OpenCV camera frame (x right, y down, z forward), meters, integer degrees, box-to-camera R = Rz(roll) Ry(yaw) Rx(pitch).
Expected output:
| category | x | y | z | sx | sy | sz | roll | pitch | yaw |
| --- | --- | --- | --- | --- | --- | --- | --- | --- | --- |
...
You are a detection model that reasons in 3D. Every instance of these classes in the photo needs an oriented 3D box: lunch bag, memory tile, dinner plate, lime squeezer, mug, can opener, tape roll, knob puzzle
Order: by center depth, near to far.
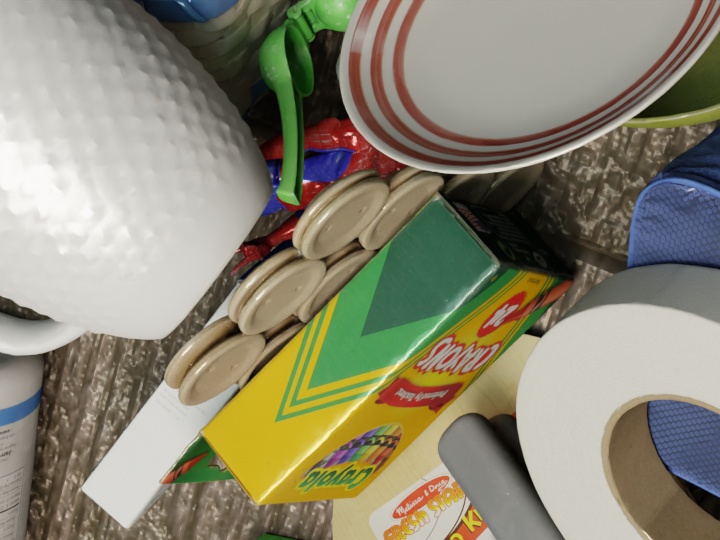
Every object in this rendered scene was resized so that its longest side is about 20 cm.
| category | x | y | z | sx | sy | sz | roll | pitch | yaw |
| --- | --- | --- | --- | --- | --- | --- | --- | --- | --- |
| tape roll | 0.160 | 0.090 | 0.955 | 0.202 | 0.037 | 0.203 | 26 | 137 | 27 |
| dinner plate | 0.083 | -0.117 | 0.973 | 0.200 | 0.201 | 0.024 | -14 | 137 | 26 |
| lunch bag | 0.205 | 0.015 | 0.985 | 0.136 | 0.132 | 0.200 | 29 | 139 | 25 |
| mug | -0.148 | -0.040 | 1.005 | 0.175 | 0.148 | 0.200 | 37 | 126 | -7 |
| memory tile | 0.000 | 0.000 | 1.052 | 0.017 | 0.200 | 0.153 | 49 | 118 | 17 |
| can opener | 0.096 | 0.161 | 1.055 | 0.067 | 0.053 | 0.200 | -51 | 57 | 25 |
| lime squeezer | -0.008 | -0.119 | 1.059 | 0.071 | 0.200 | 0.038 | 4 | 142 | 50 |
| knob puzzle | 0.071 | 0.121 | 1.124 | 0.219 | 0.030 | 0.220 | -6 | 76 | 24 |

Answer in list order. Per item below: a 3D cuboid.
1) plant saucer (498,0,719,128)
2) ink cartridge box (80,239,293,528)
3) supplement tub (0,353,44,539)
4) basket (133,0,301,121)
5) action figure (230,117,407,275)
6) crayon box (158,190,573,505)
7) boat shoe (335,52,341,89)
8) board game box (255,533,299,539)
| category | x | y | z | sx | sy | sz | roll | pitch | yaw |
| --- | --- | --- | --- | --- | --- | --- | --- | --- | --- |
| plant saucer | 0.158 | -0.135 | 0.976 | 0.199 | 0.200 | 0.031 | -11 | 138 | 26 |
| ink cartridge box | -0.065 | 0.042 | 1.145 | 0.039 | 0.099 | 0.200 | 41 | 115 | 2 |
| supplement tub | -0.253 | 0.129 | 1.235 | 0.132 | 0.132 | 0.201 | 16 | 110 | 20 |
| basket | -0.114 | -0.176 | 1.078 | 0.176 | 0.139 | 0.200 | 13 | 139 | 20 |
| action figure | -0.055 | -0.040 | 1.085 | 0.199 | 0.052 | 0.066 | -7 | 133 | 7 |
| crayon box | 0.005 | 0.053 | 1.077 | 0.200 | 0.127 | 0.051 | -45 | 72 | 14 |
| boat shoe | 0.089 | -0.102 | 1.065 | 0.199 | 0.071 | 0.064 | -9 | 135 | 24 |
| board game box | 0.027 | 0.236 | 1.186 | 0.199 | 0.040 | 0.154 | 8 | 106 | 22 |
